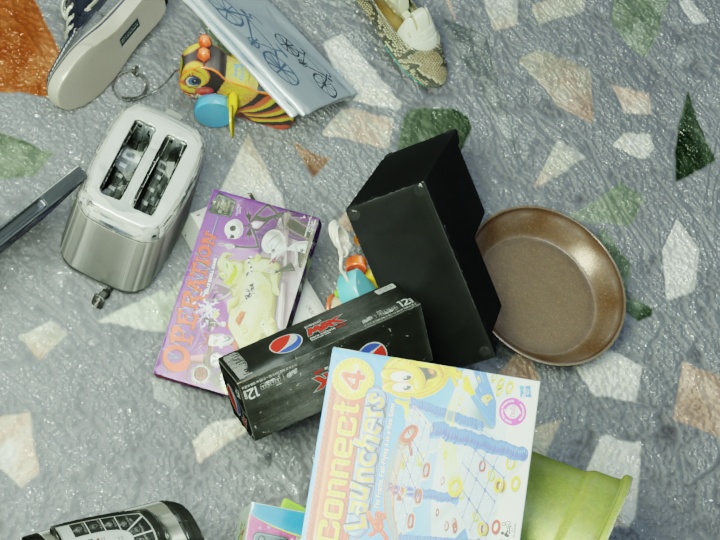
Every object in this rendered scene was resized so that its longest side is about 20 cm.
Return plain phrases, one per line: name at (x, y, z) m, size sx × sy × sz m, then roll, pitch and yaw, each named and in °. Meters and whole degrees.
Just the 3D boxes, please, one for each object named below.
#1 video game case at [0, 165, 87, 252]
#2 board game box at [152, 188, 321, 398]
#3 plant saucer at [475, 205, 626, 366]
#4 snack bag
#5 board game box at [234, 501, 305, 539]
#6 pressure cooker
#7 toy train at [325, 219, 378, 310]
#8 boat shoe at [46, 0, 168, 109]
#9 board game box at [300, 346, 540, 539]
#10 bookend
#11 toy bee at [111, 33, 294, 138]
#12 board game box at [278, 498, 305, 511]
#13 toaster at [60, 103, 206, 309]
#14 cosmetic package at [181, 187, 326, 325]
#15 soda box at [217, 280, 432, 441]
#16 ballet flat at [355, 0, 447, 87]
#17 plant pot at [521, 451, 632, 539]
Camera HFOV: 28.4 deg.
video game case at (-0.359, -0.019, 1.367) m, size 0.019 × 0.143 × 0.200 m, roll 49°, pitch 57°, yaw -9°
board game box at (-0.123, 0.027, 1.442) m, size 0.119 × 0.032 × 0.202 m, roll 14°, pitch 77°, yaw 11°
plant saucer at (0.205, 0.022, 1.613) m, size 0.198 × 0.037 × 0.203 m, roll 9°, pitch 61°, yaw -16°
snack bag at (-0.099, -0.250, 1.594) m, size 0.189 × 0.021 × 0.200 m, roll 46°, pitch 22°, yaw 2°
board game box at (-0.054, 0.330, 1.314) m, size 0.146 × 0.064 × 0.202 m, roll 12°, pitch 68°, yaw -10°
pressure cooker at (-0.229, 0.304, 1.221) m, size 0.198 × 0.176 × 0.181 m, roll -11°, pitch 84°, yaw -24°
toy train at (0.000, 0.000, 1.511) m, size 0.200 × 0.055 × 0.152 m, roll -18°, pitch 89°, yaw -69°
boat shoe at (-0.303, -0.265, 1.572) m, size 0.092 × 0.075 × 0.201 m, roll 26°, pitch 58°, yaw 19°
board game box at (0.053, 0.186, 1.291) m, size 0.193 × 0.056 × 0.203 m, roll 9°, pitch 76°, yaw 2°
bookend at (0.083, -0.023, 1.530) m, size 0.201 × 0.091 × 0.200 m, roll 66°, pitch 21°, yaw -15°
toy bee at (-0.158, -0.206, 1.561) m, size 0.198 × 0.109 × 0.132 m, roll -12°, pitch 68°, yaw -26°
board game box at (-0.006, 0.310, 1.386) m, size 0.198 × 0.030 × 0.096 m, roll 26°, pitch 58°, yaw -2°
toaster at (-0.233, -0.072, 1.449) m, size 0.113 × 0.129 × 0.201 m, roll 25°, pitch 57°, yaw -4°
cosmetic package at (-0.103, 0.018, 1.494) m, size 0.082 × 0.051 × 0.201 m, roll -25°, pitch 74°, yaw -27°
soda box at (-0.033, 0.086, 1.379) m, size 0.198 × 0.071 × 0.063 m, roll -23°, pitch 29°, yaw -16°
ballet flat at (0.044, -0.313, 1.712) m, size 0.067 × 0.075 × 0.201 m, roll -28°, pitch 75°, yaw -31°
plant pot at (0.140, 0.248, 1.392) m, size 0.183 × 0.201 × 0.201 m, roll 27°, pitch 56°, yaw 10°
